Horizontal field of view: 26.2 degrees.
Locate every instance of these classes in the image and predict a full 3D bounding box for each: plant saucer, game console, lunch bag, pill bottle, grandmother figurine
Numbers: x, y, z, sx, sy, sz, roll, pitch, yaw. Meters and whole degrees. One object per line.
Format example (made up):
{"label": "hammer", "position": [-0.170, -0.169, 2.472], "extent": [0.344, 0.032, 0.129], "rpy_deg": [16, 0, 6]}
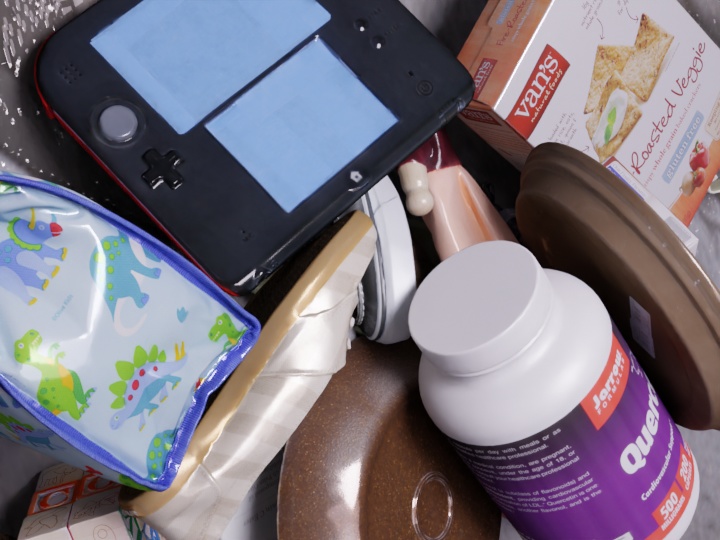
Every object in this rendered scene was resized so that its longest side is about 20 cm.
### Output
{"label": "plant saucer", "position": [0.029, 0.134, 0.876], "extent": [0.200, 0.036, 0.202], "rpy_deg": [7, 81, -53]}
{"label": "game console", "position": [-0.059, -0.105, 0.852], "extent": [0.177, 0.031, 0.200], "rpy_deg": [44, 66, 11]}
{"label": "lunch bag", "position": [-0.179, 0.010, 0.754], "extent": [0.200, 0.170, 0.128], "rpy_deg": [42, 70, -32]}
{"label": "pill bottle", "position": [0.106, 0.078, 0.860], "extent": [0.113, 0.112, 0.200], "rpy_deg": [-51, 129, -19]}
{"label": "grandmother figurine", "position": [0.046, -0.059, 0.937], "extent": [0.060, 0.121, 0.201], "rpy_deg": [-25, 91, 4]}
{"label": "plant saucer", "position": [0.152, 0.016, 0.882], "extent": [0.029, 0.200, 0.201], "rpy_deg": [-36, 116, -10]}

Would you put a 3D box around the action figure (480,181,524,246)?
{"label": "action figure", "position": [0.131, -0.072, 1.032], "extent": [0.130, 0.069, 0.201], "rpy_deg": [-24, 113, -38]}

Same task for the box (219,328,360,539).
{"label": "box", "position": [-0.048, 0.139, 0.909], "extent": [0.124, 0.097, 0.201], "rpy_deg": [-29, 111, -30]}

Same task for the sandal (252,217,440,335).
{"label": "sandal", "position": [-0.001, 0.001, 0.949], "extent": [0.200, 0.057, 0.080], "rpy_deg": [11, 90, -37]}

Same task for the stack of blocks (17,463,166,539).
{"label": "stack of blocks", "position": [-0.123, 0.212, 0.847], "extent": [0.058, 0.115, 0.201], "rpy_deg": [-17, 108, 2]}

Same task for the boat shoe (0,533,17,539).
{"label": "boat shoe", "position": [-0.249, 0.208, 0.790], "extent": [0.200, 0.072, 0.068], "rpy_deg": [-46, 121, -19]}

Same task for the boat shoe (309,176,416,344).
{"label": "boat shoe", "position": [-0.026, -0.045, 0.887], "extent": [0.070, 0.072, 0.201], "rpy_deg": [-10, 64, -22]}

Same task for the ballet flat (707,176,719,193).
{"label": "ballet flat", "position": [0.249, -0.089, 1.114], "extent": [0.199, 0.068, 0.069], "rpy_deg": [2, 104, -35]}

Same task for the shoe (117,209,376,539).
{"label": "shoe", "position": [-0.047, 0.056, 0.803], "extent": [0.053, 0.070, 0.200], "rpy_deg": [41, 72, -15]}

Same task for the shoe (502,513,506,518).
{"label": "shoe", "position": [0.153, 0.083, 1.061], "extent": [0.091, 0.071, 0.201], "rpy_deg": [18, 90, -41]}

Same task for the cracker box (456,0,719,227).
{"label": "cracker box", "position": [0.152, -0.109, 0.958], "extent": [0.200, 0.058, 0.135], "rpy_deg": [35, 81, -39]}

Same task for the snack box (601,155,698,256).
{"label": "snack box", "position": [0.165, 0.007, 0.952], "extent": [0.024, 0.072, 0.200], "rpy_deg": [-37, 157, -12]}
